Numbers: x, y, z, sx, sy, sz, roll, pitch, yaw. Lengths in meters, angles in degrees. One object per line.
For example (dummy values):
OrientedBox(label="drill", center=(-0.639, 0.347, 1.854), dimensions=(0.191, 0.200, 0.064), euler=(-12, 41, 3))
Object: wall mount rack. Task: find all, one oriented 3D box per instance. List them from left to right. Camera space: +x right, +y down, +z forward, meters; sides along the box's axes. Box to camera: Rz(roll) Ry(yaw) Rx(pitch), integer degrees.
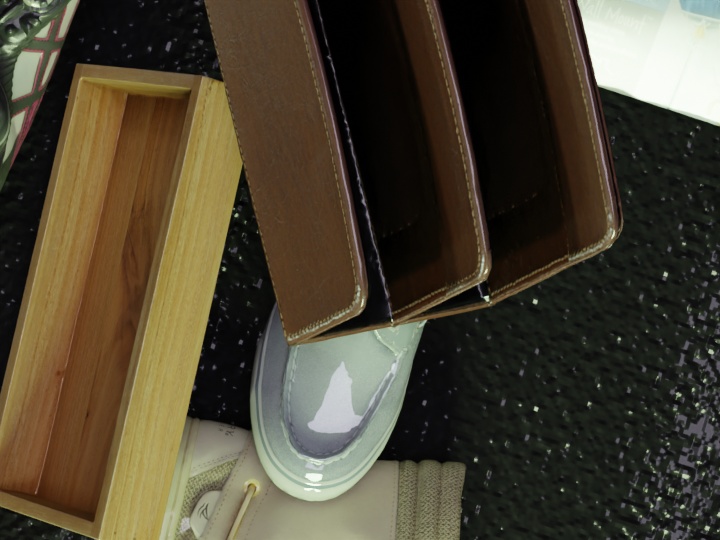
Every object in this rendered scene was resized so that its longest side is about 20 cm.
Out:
OrientedBox(label="wall mount rack", center=(0.141, -0.116, 1.147), dimensions=(0.199, 0.075, 0.175), euler=(17, 121, -3))

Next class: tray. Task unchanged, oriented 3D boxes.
OrientedBox(label="tray", center=(-0.107, 0.013, 1.143), dimensions=(0.037, 0.098, 0.201), euler=(16, 86, -40))

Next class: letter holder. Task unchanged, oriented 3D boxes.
OrientedBox(label="letter holder", center=(0.016, -0.087, 1.050), dimensions=(0.100, 0.142, 0.201), euler=(-10, 82, -26))

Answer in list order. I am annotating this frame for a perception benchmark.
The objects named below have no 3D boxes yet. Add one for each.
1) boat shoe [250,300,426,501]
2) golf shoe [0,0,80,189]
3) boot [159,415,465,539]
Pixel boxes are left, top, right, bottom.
OrientedBox(label="boat shoe", center=(0.001, 0.000, 1.143), dimensions=(0.070, 0.072, 0.202), euler=(18, 72, 0))
OrientedBox(label="golf shoe", center=(-0.166, -0.107, 1.153), dimensions=(0.077, 0.088, 0.201), euler=(23, 77, 2))
OrientedBox(label="boot", center=(-0.033, 0.172, 1.155), dimensions=(0.154, 0.073, 0.201), euler=(9, 78, -4))
